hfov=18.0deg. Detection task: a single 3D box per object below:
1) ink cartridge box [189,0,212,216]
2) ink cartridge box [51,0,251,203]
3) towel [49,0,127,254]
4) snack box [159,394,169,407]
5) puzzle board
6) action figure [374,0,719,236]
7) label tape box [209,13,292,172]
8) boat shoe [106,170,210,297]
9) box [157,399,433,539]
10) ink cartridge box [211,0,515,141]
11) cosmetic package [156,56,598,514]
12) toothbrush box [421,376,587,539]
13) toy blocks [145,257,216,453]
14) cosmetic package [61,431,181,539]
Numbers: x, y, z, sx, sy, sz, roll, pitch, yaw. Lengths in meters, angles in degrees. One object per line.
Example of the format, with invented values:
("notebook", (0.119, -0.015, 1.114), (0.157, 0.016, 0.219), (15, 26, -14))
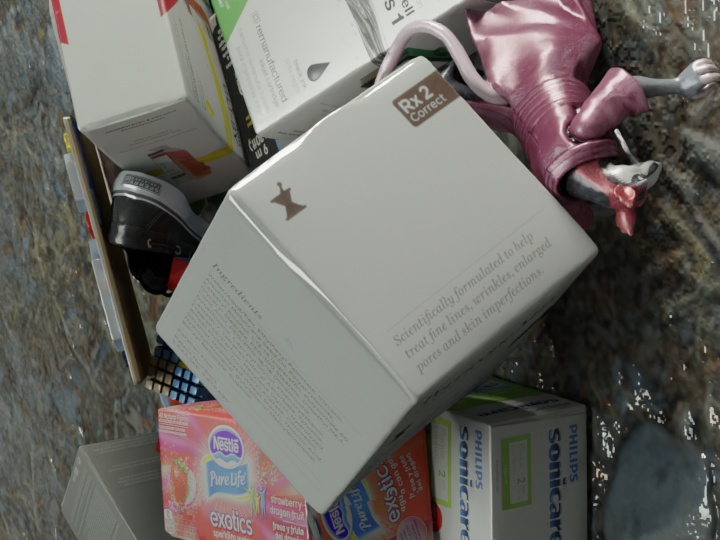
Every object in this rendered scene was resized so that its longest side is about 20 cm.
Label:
("ink cartridge box", (-0.144, -0.125, 1.838), (0.104, 0.059, 0.200), (-44, 60, 55))
("ink cartridge box", (-0.152, -0.147, 1.679), (0.200, 0.083, 0.145), (51, -157, -71))
("towel", (-0.211, -0.125, 1.857), (0.200, 0.032, 0.191), (-129, 24, -66))
("snack box", (-0.117, 0.148, 1.831), (0.072, 0.024, 0.200), (-47, 59, 52))
("puzzle board", (-0.192, -0.016, 1.710), (0.151, 0.017, 0.200), (-126, 21, -87))
("action figure", (0.117, -0.097, 1.373), (0.134, 0.149, 0.200), (-68, 29, 30))
("label tape box", (-0.031, -0.126, 1.661), (0.144, 0.063, 0.200), (-36, 66, 55))
("boat shoe", (-0.149, -0.015, 1.720), (0.200, 0.070, 0.066), (69, -143, -74))
("box", (-0.048, 0.140, 1.553), (0.200, 0.102, 0.095), (3, 99, 58))
("ink cartridge box", (0.004, -0.194, 1.516), (0.200, 0.084, 0.146), (-31, 71, 34))
("cosmetic package", (0.005, 0.012, 1.385), (0.165, 0.165, 0.200), (48, 151, 7))
("toothbrush box", (0.063, 0.148, 1.557), (0.200, 0.086, 0.146), (15, 110, 54))
("toy blocks", (-0.099, 0.071, 1.708), (0.100, 0.137, 0.200), (19, 101, 38))
("cosmetic package", (-0.159, 0.232, 1.902), (0.200, 0.107, 0.090), (57, 140, 36))
